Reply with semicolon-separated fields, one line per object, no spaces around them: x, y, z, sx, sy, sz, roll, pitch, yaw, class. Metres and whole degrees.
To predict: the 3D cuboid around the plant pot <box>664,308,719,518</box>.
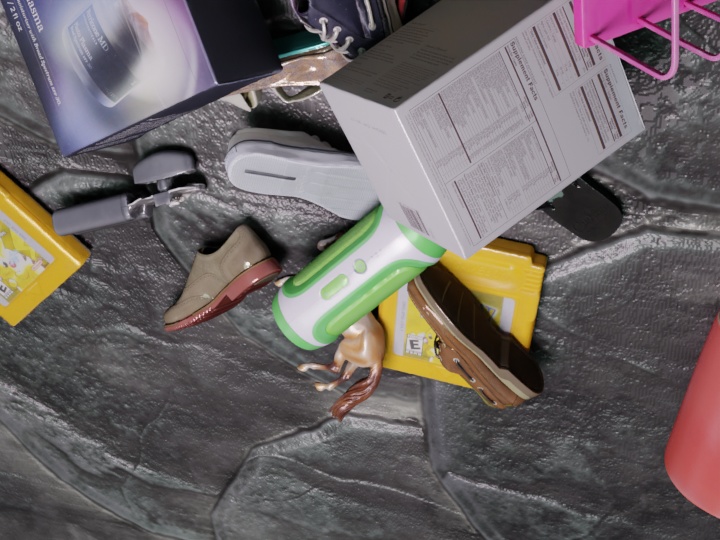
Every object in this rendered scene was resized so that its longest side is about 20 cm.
0.411;0.130;1.154;0.199;0.201;0.178;8;120;14;plant pot

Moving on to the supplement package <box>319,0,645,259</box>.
0.103;-0.141;1.003;0.151;0.200;0.152;61;167;-28;supplement package

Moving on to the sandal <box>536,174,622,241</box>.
0.173;-0.090;1.150;0.199;0.045;0.075;34;131;-8;sandal

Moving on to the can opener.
-0.263;-0.088;1.318;0.199;0.053;0.067;-10;91;27;can opener

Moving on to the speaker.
0.000;0.000;1.211;0.088;0.089;0.200;43;119;-16;speaker

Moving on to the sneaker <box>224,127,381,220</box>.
-0.041;-0.109;1.201;0.199;0.071;0.073;14;129;-19;sneaker

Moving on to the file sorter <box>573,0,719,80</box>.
0.275;-0.243;0.875;0.199;0.125;0.140;-22;127;-15;file sorter

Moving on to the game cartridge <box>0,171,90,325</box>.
-0.450;-0.040;1.414;0.200;0.033;0.176;42;129;-16;game cartridge

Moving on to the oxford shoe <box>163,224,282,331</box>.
-0.170;0.010;1.354;0.200;0.070;0.075;-32;85;37;oxford shoe

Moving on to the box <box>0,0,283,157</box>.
-0.210;-0.237;1.082;0.197;0.123;0.201;-19;95;30;box

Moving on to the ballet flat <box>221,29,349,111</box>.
-0.097;-0.192;1.156;0.199;0.068;0.067;-2;133;23;ballet flat

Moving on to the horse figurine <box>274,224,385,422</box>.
-0.024;0.063;1.313;0.132;0.050;0.201;-21;88;29;horse figurine

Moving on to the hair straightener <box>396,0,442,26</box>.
0.062;-0.197;1.108;0.076;0.041;0.201;18;129;6;hair straightener

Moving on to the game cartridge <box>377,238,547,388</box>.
0.105;0.043;1.289;0.175;0.033;0.201;12;131;10;game cartridge

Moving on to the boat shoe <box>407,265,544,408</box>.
0.109;0.080;1.252;0.068;0.072;0.200;-32;110;34;boat shoe

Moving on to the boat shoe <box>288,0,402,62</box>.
-0.014;-0.220;1.062;0.075;0.092;0.201;21;129;55;boat shoe
